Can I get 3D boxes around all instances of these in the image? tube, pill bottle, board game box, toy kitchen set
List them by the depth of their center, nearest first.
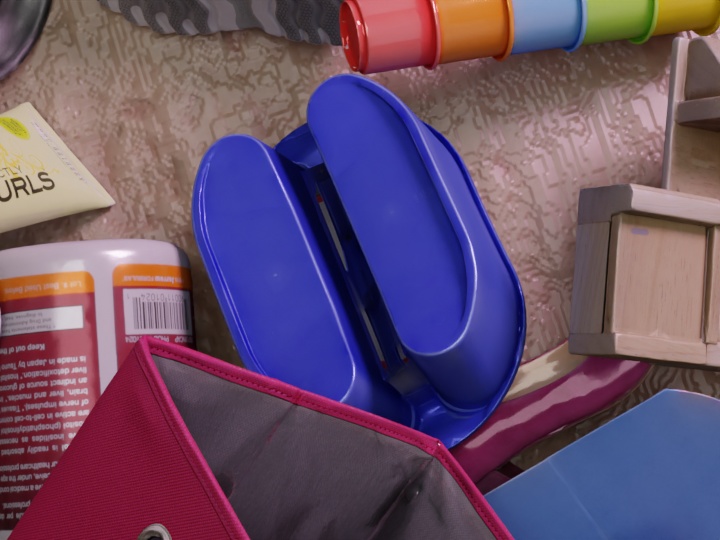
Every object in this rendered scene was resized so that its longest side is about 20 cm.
[{"bbox_3d":[0.230,-0.033,0.782,0.198,0.180,0.165,7,85,-28],"label":"toy kitchen set"},{"bbox_3d":[-0.203,-0.043,0.850,0.051,0.200,0.059,1,104,26],"label":"tube"},{"bbox_3d":[0.134,0.139,0.858,0.199,0.039,0.158,-32,114,14],"label":"board game box"},{"bbox_3d":[-0.136,0.090,0.863,0.112,0.113,0.202,-5,84,3],"label":"pill bottle"}]

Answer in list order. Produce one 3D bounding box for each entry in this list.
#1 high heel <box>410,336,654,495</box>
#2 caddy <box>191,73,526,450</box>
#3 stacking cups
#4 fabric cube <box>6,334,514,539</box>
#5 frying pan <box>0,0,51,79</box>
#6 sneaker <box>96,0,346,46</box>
[{"bbox_3d":[0.092,0.043,0.877,0.096,0.067,0.201,34,101,-4],"label":"high heel"},{"bbox_3d":[0.000,0.000,0.865,0.141,0.105,0.201,-27,66,10],"label":"caddy"},{"bbox_3d":[0.087,-0.140,0.873,0.198,0.060,0.061,-9,84,-12],"label":"stacking cups"},{"bbox_3d":[-0.043,0.182,0.723,0.200,0.199,0.196,-54,41,15],"label":"fabric cube"},{"bbox_3d":[-0.203,-0.124,0.919,0.031,0.191,0.115,17,41,27],"label":"frying pan"},{"bbox_3d":[-0.072,-0.176,0.919,0.198,0.075,0.082,13,56,7],"label":"sneaker"}]
